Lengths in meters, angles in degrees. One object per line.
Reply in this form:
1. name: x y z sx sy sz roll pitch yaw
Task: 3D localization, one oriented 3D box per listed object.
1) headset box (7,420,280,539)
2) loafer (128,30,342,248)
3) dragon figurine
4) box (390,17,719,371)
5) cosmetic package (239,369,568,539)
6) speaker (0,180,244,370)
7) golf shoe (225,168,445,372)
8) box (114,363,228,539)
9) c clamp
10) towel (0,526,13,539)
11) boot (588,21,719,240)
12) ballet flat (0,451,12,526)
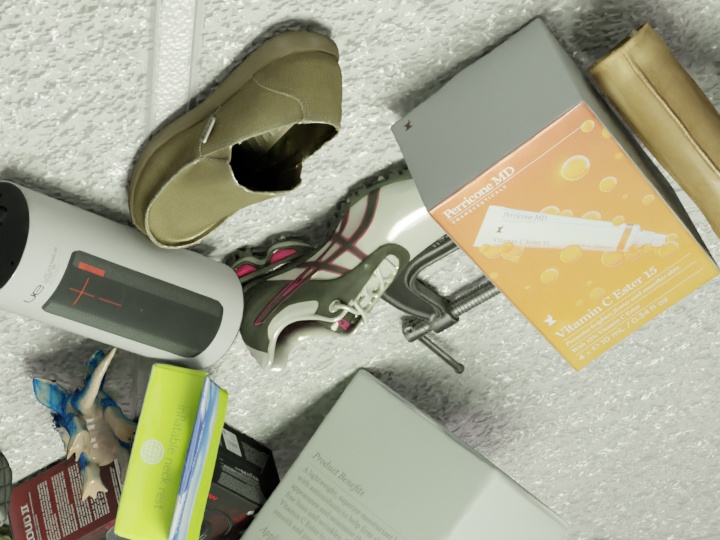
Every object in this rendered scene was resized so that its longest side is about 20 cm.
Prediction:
1. headset box: -0.182 0.200 1.579 0.199 0.078 0.149 -29 147 16
2. loafer: -0.081 -0.071 1.217 0.076 0.068 0.200 10 139 -37
3. dragon figurine: -0.203 0.098 1.402 0.058 0.100 0.201 -24 147 -13
4. box: 0.132 -0.047 1.276 0.124 0.098 0.200 -35 130 13
5. cosmetic package: 0.031 0.224 1.563 0.201 0.164 0.165 -53 144 -3
6. speaker: -0.174 0.006 1.280 0.081 0.082 0.199 -35 144 27
7. golf shoe: 0.000 0.000 1.350 0.199 0.089 0.077 -29 145 16
8. box: -0.133 0.135 1.375 0.047 0.123 0.200 12 173 2
9. c clamp: 0.098 -0.003 1.457 0.199 0.027 0.170 -33 140 27
10. towel: -0.334 0.278 1.663 0.147 0.037 0.200 -24 147 9
11. boot: 0.232 -0.073 1.278 0.066 0.200 0.175 -40 -179 0
12. ballet flat: -0.335 0.145 1.437 0.066 0.057 0.199 -35 144 25
